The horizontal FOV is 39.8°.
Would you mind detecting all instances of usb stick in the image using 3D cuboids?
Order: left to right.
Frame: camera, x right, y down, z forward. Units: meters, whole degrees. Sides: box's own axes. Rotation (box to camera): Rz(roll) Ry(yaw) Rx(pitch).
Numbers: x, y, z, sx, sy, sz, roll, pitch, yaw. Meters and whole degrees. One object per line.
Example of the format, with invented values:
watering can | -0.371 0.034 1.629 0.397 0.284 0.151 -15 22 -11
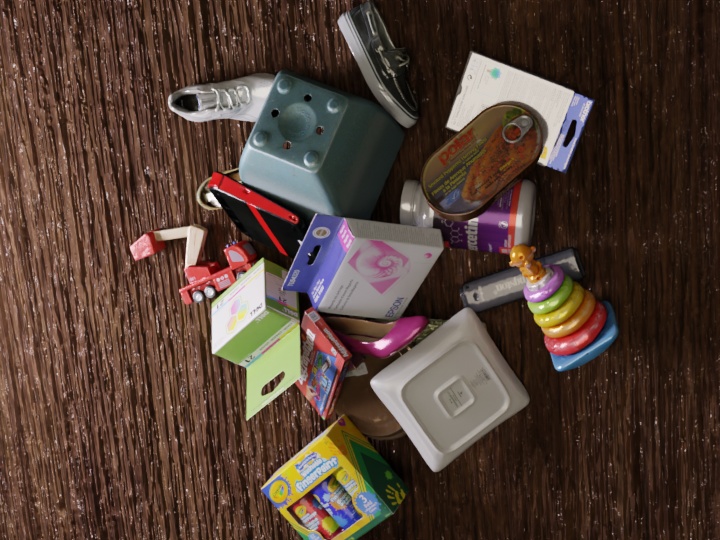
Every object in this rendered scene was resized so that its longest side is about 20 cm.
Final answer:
usb stick | 0.250 0.017 1.543 0.197 0.033 0.056 -19 98 18

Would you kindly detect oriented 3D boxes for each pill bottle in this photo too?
pill bottle | 0.162 -0.088 1.501 0.196 0.112 0.115 6 104 14

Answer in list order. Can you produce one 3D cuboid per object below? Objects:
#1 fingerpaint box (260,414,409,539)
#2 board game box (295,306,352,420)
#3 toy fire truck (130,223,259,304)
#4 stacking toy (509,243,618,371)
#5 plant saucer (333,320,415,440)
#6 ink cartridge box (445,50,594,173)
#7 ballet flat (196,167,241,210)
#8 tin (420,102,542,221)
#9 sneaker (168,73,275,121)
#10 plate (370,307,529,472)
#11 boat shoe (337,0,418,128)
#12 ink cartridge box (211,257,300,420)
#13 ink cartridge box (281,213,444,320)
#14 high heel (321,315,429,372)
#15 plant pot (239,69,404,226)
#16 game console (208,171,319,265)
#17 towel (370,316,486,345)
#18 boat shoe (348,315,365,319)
fingerpaint box | -0.045 0.365 1.653 0.167 0.073 0.200 49 126 1
board game box | -0.067 0.152 1.590 0.103 0.019 0.201 50 150 22
toy fire truck | -0.273 -0.023 1.666 0.197 0.049 0.143 -22 96 19
stacking toy | 0.282 0.036 1.471 0.115 0.110 0.200 -35 111 19
plant saucer | 0.020 0.182 1.610 0.197 0.029 0.204 8 107 27
ink cartridge box | 0.237 -0.236 1.486 0.197 0.042 0.121 23 107 12
ballet flat | -0.177 -0.142 1.605 0.196 0.071 0.072 -16 98 17
tin | 0.176 -0.156 1.441 0.199 0.042 0.112 -40 73 -3
sneaker | -0.212 -0.267 1.575 0.196 0.087 0.076 -7 99 15
plate | 0.146 0.193 1.556 0.199 0.032 0.201 -36 107 -1
boat shoe | 0.040 -0.315 1.504 0.070 0.072 0.202 -31 91 23
ink cartridge box | -0.166 0.107 1.575 0.075 0.203 0.147 27 129 -33
ink cartridge box | 0.000 0.000 1.492 0.196 0.044 0.197 5 143 -19
high heel | 0.013 0.088 1.530 0.198 0.067 0.097 -28 99 34
plant pot | -0.068 -0.184 1.456 0.193 0.200 0.199 22 82 14
game console | -0.139 -0.074 1.540 0.174 0.200 0.031 25 76 20
towel | 0.110 0.147 1.607 0.196 0.036 0.152 3 104 15
boat shoe | -0.020 -0.018 1.600 0.071 0.067 0.204 -22 111 -26
